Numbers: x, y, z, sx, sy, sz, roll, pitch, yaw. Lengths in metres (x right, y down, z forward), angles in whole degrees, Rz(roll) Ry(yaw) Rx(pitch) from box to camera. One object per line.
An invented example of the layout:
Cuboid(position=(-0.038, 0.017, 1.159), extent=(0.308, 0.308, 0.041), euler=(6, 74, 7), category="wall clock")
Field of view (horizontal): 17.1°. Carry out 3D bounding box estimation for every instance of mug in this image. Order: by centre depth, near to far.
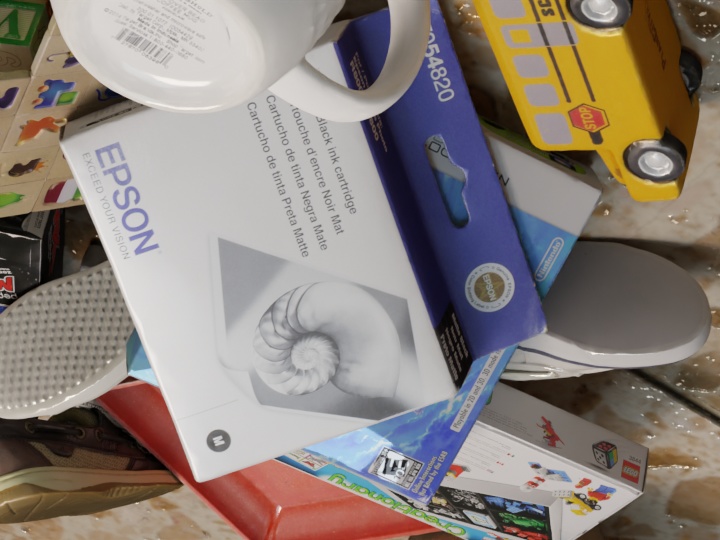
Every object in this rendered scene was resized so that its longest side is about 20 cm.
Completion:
Cuboid(position=(-0.045, -0.148, 1.050), extent=(0.200, 0.176, 0.147), euler=(38, 139, -28), category="mug")

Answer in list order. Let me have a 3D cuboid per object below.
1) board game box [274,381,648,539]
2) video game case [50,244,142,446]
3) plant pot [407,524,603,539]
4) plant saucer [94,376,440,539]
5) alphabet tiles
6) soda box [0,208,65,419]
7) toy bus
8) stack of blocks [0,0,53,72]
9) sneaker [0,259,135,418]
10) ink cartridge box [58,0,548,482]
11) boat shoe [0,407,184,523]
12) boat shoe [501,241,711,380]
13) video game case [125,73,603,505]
Cuboid(position=(0.048, 0.102, 1.373), extent=(0.199, 0.035, 0.126), euler=(24, 145, -17), category="board game box")
Cuboid(position=(-0.087, 0.069, 1.491), extent=(0.199, 0.023, 0.182), euler=(18, 144, -2), category="video game case")
Cuboid(position=(0.086, 0.234, 1.513), extent=(0.199, 0.174, 0.200), euler=(9, 146, 6), category="plant pot")
Cuboid(position=(-0.027, 0.098, 1.453), extent=(0.199, 0.037, 0.200), euler=(-13, 138, 30), category="plant saucer")
Cuboid(position=(-0.125, -0.085, 1.186), extent=(0.167, 0.008, 0.200), euler=(-10, 154, -28), category="alphabet tiles")
Cuboid(position=(-0.212, 0.008, 1.410), extent=(0.063, 0.071, 0.200), euler=(11, 145, -1), category="soda box")
Cuboid(position=(0.104, -0.118, 1.130), extent=(0.078, 0.065, 0.200), euler=(-2, 141, 23), category="toy bus")
Cuboid(position=(-0.248, -0.126, 1.207), extent=(0.199, 0.115, 0.059), euler=(8, 144, 9), category="stack of blocks")
Cuboid(position=(-0.124, 0.030, 1.357), extent=(0.200, 0.074, 0.082), euler=(-29, 157, 12), category="sneaker")
Cuboid(position=(-0.023, -0.014, 1.197), extent=(0.199, 0.041, 0.200), euler=(-21, 109, 1), category="ink cartridge box")
Cuboid(position=(-0.169, 0.114, 1.466), extent=(0.073, 0.065, 0.200), euler=(-19, 170, 19), category="boat shoe")
Cuboid(position=(0.100, 0.031, 1.329), extent=(0.199, 0.072, 0.066), euler=(0, 147, 21), category="boat shoe")
Cuboid(position=(0.000, 0.000, 1.250), extent=(0.181, 0.045, 0.201), euler=(25, 105, -12), category="video game case")
